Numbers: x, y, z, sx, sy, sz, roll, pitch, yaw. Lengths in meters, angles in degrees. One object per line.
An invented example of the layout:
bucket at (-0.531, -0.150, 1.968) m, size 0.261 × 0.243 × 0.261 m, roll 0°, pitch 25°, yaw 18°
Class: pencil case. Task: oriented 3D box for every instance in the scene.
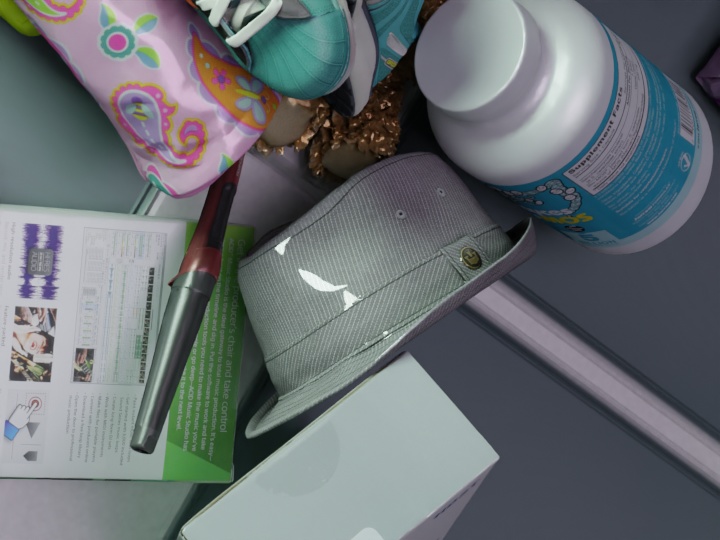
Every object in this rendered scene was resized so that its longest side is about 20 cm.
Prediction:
pencil case at (-0.127, -0.132, 1.246) m, size 0.087 × 0.087 × 0.200 m, roll -45°, pitch 111°, yaw -17°

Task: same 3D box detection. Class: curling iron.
curling iron at (-0.096, -0.001, 1.315) m, size 0.049 × 0.026 × 0.201 m, roll 15°, pitch 77°, yaw -19°

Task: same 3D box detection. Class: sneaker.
sneaker at (-0.081, -0.162, 1.190) m, size 0.201 × 0.071 × 0.080 m, roll 54°, pitch 28°, yaw 0°
sneaker at (-0.002, -0.164, 1.265) m, size 0.080 × 0.077 × 0.200 m, roll -40°, pitch 158°, yaw -19°

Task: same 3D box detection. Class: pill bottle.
pill bottle at (0.109, -0.088, 1.381) m, size 0.200 × 0.110 × 0.111 m, roll 29°, pitch 81°, yaw -52°

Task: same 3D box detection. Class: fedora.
fedora at (0.000, 0.000, 1.342) m, size 0.199 × 0.177 × 0.091 m, roll -32°, pitch 91°, yaw -33°

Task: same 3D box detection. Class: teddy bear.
teddy bear at (0.002, -0.145, 1.382) m, size 0.144 × 0.067 × 0.202 m, roll 6°, pitch 100°, yaw -24°

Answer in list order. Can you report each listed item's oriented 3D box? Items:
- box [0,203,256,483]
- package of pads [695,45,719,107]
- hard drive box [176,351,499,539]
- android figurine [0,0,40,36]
box at (-0.155, 0.040, 1.325) m, size 0.199 × 0.036 × 0.146 m, roll 5°, pitch 93°, yaw -29°
package of pads at (0.312, -0.153, 1.544) m, size 0.120 × 0.076 × 0.200 m, roll 43°, pitch 75°, yaw -25°
hard drive box at (-0.026, 0.147, 1.313) m, size 0.156 × 0.200 × 0.077 m, roll -38°, pitch 78°, yaw -21°
android figurine at (-0.141, -0.207, 1.300) m, size 0.200 × 0.041 × 0.182 m, roll 44°, pitch 75°, yaw -25°
